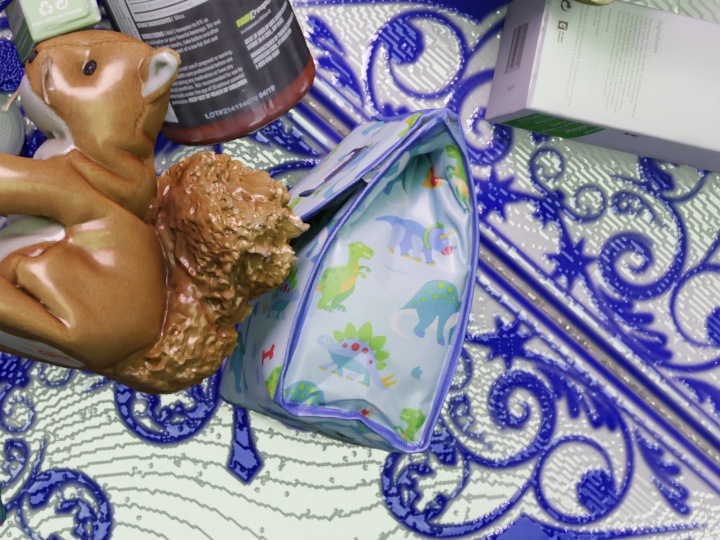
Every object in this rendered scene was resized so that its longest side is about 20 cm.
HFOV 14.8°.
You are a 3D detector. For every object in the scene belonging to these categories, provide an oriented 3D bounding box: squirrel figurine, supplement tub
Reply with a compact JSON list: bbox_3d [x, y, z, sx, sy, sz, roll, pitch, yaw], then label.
[{"bbox_3d":[-0.135,-0.035,1.584,0.199,0.142,0.187,20,79,-12],"label":"squirrel figurine"},{"bbox_3d":[-0.107,-0.182,1.650,0.107,0.107,0.200,-29,117,-12],"label":"supplement tub"}]

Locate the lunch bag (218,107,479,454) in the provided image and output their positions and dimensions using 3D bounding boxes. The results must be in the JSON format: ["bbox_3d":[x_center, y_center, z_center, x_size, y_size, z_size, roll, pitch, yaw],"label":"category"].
[{"bbox_3d":[0.000,0.000,1.667,0.127,0.170,0.201,21,85,-14],"label":"lunch bag"}]

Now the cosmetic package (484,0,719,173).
[{"bbox_3d":[0.192,-0.116,1.745,0.199,0.108,0.085,13,86,-10],"label":"cosmetic package"}]

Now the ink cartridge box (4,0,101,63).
[{"bbox_3d":[-0.206,-0.229,1.640,0.048,0.146,0.201,-19,92,-9],"label":"ink cartridge box"}]

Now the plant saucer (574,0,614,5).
[{"bbox_3d":[0.106,-0.262,1.700,0.200,0.048,0.200,32,58,6],"label":"plant saucer"}]

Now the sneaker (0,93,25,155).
[{"bbox_3d":[-0.288,-0.062,1.634,0.199,0.116,0.074,-19,91,-14],"label":"sneaker"}]

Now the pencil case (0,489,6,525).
[{"bbox_3d":[-0.273,0.072,1.649,0.092,0.085,0.201,-13,91,-23],"label":"pencil case"}]

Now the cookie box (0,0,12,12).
[{"bbox_3d":[-0.280,-0.228,1.612,0.075,0.171,0.201,-25,94,-14],"label":"cookie box"}]
